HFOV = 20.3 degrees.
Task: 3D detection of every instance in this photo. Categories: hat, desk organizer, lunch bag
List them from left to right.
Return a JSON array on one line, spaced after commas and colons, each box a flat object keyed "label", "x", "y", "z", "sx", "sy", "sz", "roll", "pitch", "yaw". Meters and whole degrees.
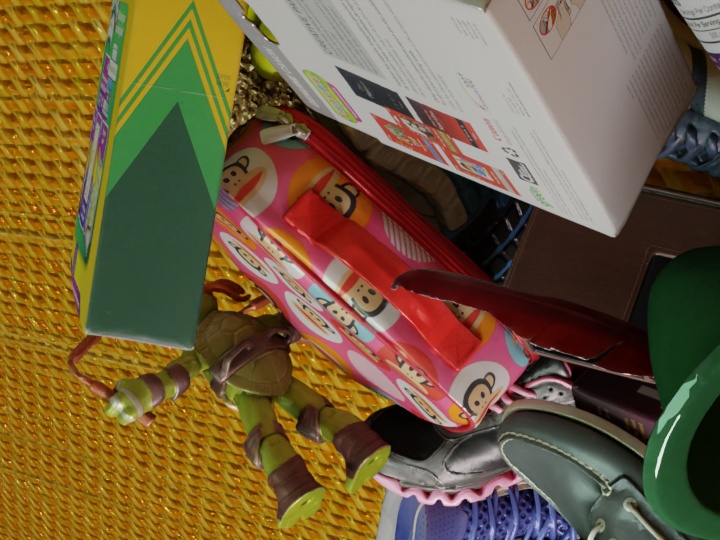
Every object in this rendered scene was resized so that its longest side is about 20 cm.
[{"label": "lunch bag", "x": 0.000, "y": 0.000, "z": 1.073, "sx": 0.200, "sy": 0.082, "sz": 0.176, "roll": 43, "pitch": 172, "yaw": -7}, {"label": "hat", "x": 0.160, "y": 0.007, "z": 0.913, "sx": 0.166, "sy": 0.200, "sz": 0.176, "roll": -64, "pitch": 36, "yaw": 32}, {"label": "desk organizer", "x": 0.174, "y": 0.015, "z": 0.970, "sx": 0.200, "sy": 0.077, "sz": 0.072, "roll": 14, "pitch": 161, "yaw": 26}]

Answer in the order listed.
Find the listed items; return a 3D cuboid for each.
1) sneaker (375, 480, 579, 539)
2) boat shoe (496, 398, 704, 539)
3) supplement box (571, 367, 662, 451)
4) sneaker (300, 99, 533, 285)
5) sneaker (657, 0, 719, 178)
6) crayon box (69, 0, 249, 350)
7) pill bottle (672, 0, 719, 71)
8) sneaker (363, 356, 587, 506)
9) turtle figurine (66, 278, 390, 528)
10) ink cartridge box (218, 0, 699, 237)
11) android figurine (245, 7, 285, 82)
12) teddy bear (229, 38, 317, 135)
[{"label": "sneaker", "x": 0.097, "y": 0.142, "z": 1.258, "sx": 0.115, "sy": 0.199, "sz": 0.081, "roll": 17, "pitch": 106, "yaw": 25}, {"label": "boat shoe", "x": 0.142, "y": 0.139, "z": 1.027, "sx": 0.200, "sy": 0.062, "sz": 0.073, "roll": 36, "pitch": 152, "yaw": 20}, {"label": "supplement box", "x": 0.223, "y": 0.084, "z": 1.027, "sx": 0.200, "sy": 0.110, "sz": 0.086, "roll": 21, "pitch": 144, "yaw": 41}, {"label": "sneaker", "x": 0.035, "y": -0.061, "z": 1.125, "sx": 0.087, "sy": 0.075, "sz": 0.200, "roll": 24, "pitch": 161, "yaw": 49}, {"label": "sneaker", "x": 0.137, "y": -0.077, "z": 0.960, "sx": 0.200, "sy": 0.085, "sz": 0.075, "roll": 40, "pitch": 153, "yaw": 12}, {"label": "crayon box", "x": -0.102, "y": -0.066, "z": 1.005, "sx": 0.058, "sy": 0.173, "sz": 0.200, "roll": 9, "pitch": -172, "yaw": -11}, {"label": "pill bottle", "x": 0.191, "y": -0.111, "z": 0.804, "sx": 0.200, "sy": 0.112, "sz": 0.112, "roll": 53, "pitch": 153, "yaw": -13}, {"label": "sneaker", "x": 0.095, "y": 0.079, "z": 1.169, "sx": 0.079, "sy": 0.200, "sz": 0.095, "roll": -96, "pitch": 0, "yaw": -48}, {"label": "turtle figurine", "x": -0.054, "y": 0.059, "z": 1.146, "sx": 0.161, "sy": 0.200, "sz": 0.064, "roll": 47, "pitch": 127, "yaw": 19}, {"label": "ink cartridge box", "x": 0.028, "y": -0.116, "z": 0.840, "sx": 0.176, "sy": 0.084, "sz": 0.200, "roll": 24, "pitch": 167, "yaw": 29}, {"label": "android figurine", "x": -0.050, "y": -0.189, "z": 1.007, "sx": 0.200, "sy": 0.041, "sz": 0.182, "roll": 144, "pitch": 119, "yaw": -78}, {"label": "teddy bear", "x": -0.066, "y": -0.099, "z": 1.245, "sx": 0.200, "sy": 0.067, "sz": 0.145, "roll": 33, "pitch": 153, "yaw": 26}]
